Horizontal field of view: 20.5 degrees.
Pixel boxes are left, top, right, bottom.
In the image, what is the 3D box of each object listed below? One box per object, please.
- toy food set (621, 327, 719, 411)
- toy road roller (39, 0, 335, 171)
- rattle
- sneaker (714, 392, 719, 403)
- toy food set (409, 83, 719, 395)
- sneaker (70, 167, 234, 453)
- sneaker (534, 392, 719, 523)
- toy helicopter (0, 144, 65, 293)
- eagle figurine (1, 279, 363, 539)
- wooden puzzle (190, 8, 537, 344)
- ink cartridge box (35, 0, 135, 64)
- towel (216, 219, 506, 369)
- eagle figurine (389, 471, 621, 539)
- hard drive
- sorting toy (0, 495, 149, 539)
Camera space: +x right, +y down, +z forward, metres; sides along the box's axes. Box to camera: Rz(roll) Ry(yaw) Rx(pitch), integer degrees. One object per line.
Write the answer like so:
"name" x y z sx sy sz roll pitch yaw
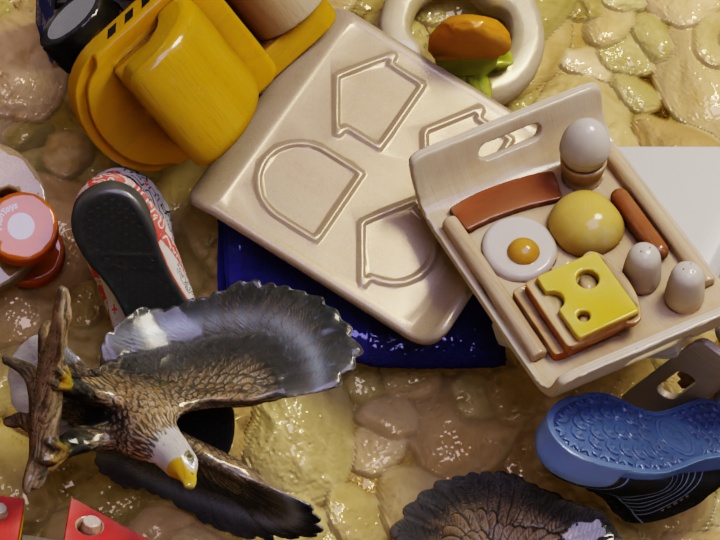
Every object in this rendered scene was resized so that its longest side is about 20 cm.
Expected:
"toy food set" 0.272 0.018 1.353 0.199 0.144 0.061 -36 83 -24
"toy road roller" -0.103 -0.152 1.319 0.200 0.146 0.123 -42 120 -2
"rattle" 0.089 -0.222 1.448 0.129 0.143 0.201 22 67 22
"sneaker" 0.327 0.134 1.327 0.200 0.113 0.071 44 64 12
"toy food set" 0.139 -0.024 1.259 0.142 0.061 0.201 -22 54 -15
"sneaker" -0.132 0.027 1.318 0.067 0.108 0.203 -21 104 2
"sneaker" 0.172 0.128 1.276 0.199 0.078 0.070 6 41 -44
"toy helicopter" -0.298 -0.012 1.307 0.199 0.079 0.133 -38 82 -11
"eagle figurine" -0.115 0.092 1.231 0.198 0.152 0.152 2 60 -33
"wooden puzzle" 0.012 -0.062 1.352 0.199 0.046 0.186 30 65 10
"ink cartridge box" -0.131 -0.212 1.421 0.198 0.094 0.045 -16 64 -18
"towel" 0.000 0.000 1.372 0.198 0.050 0.149 1 67 -8
"eagle figurine" 0.112 0.216 1.236 0.199 0.152 0.152 26 83 -3
"hard drive" 0.188 -0.017 1.361 0.131 0.027 0.200 2 40 32
"sorting toy" -0.191 0.211 1.166 0.197 0.070 0.201 8 33 -7
